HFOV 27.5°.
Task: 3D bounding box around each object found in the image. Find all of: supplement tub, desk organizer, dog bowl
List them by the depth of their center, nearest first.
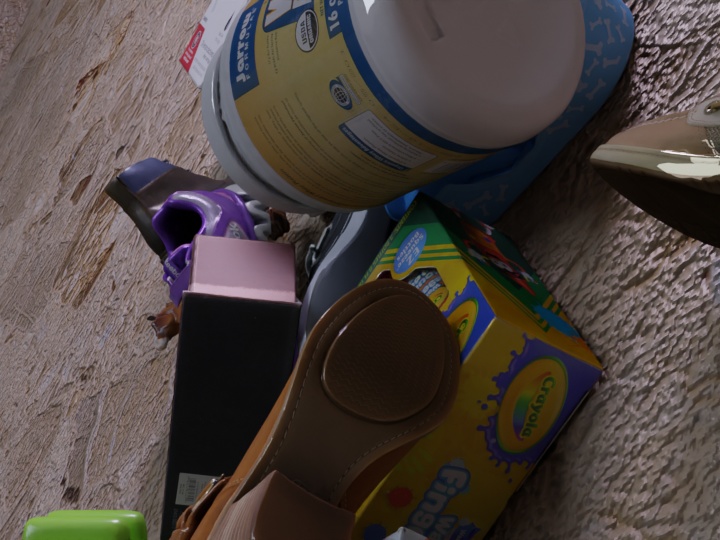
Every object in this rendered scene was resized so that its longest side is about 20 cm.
[{"bbox_3d":[0.011,-0.114,0.819,0.200,0.145,0.145,-22,46,53],"label":"supplement tub"},{"bbox_3d":[0.090,-0.100,0.892,0.200,0.050,0.111,-49,25,33],"label":"dog bowl"},{"bbox_3d":[-0.085,0.082,0.950,0.077,0.072,0.200,-95,12,-59],"label":"desk organizer"}]

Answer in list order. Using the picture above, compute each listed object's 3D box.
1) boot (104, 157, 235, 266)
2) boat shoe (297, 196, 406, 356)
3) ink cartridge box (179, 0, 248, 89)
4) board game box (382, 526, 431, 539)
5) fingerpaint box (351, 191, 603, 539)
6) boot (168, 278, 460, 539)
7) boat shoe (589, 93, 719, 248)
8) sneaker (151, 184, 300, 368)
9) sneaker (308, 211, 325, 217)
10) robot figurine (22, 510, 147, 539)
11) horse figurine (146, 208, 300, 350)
[{"bbox_3d":[-0.144,-0.070,1.257,0.075,0.097,0.200,-44,6,22],"label":"boot"},{"bbox_3d":[-0.002,-0.002,0.956,0.068,0.074,0.199,-39,30,51],"label":"boat shoe"},{"bbox_3d":[-0.084,-0.257,1.414,0.200,0.084,0.144,-59,21,9],"label":"ink cartridge box"},{"bbox_3d":[-0.003,0.214,0.671,0.200,0.103,0.105,-40,30,44],"label":"board game box"},{"bbox_3d":[0.024,0.081,0.803,0.200,0.073,0.167,-57,23,16],"label":"fingerpaint box"},{"bbox_3d":[-0.035,0.104,0.694,0.155,0.077,0.200,-46,16,46],"label":"boot"},{"bbox_3d":[0.177,-0.048,0.622,0.200,0.071,0.065,12,70,59],"label":"boat shoe"},{"bbox_3d":[-0.100,0.017,1.075,0.080,0.088,0.200,-43,54,31],"label":"sneaker"},{"bbox_3d":[0.002,-0.113,1.100,0.146,0.081,0.200,-33,-2,0],"label":"sneaker"},{"bbox_3d":[-0.178,0.259,0.957,0.175,0.116,0.200,45,-135,-84],"label":"robot figurine"},{"bbox_3d":[-0.104,0.018,1.196,0.200,0.050,0.133,-54,29,25],"label":"horse figurine"}]
